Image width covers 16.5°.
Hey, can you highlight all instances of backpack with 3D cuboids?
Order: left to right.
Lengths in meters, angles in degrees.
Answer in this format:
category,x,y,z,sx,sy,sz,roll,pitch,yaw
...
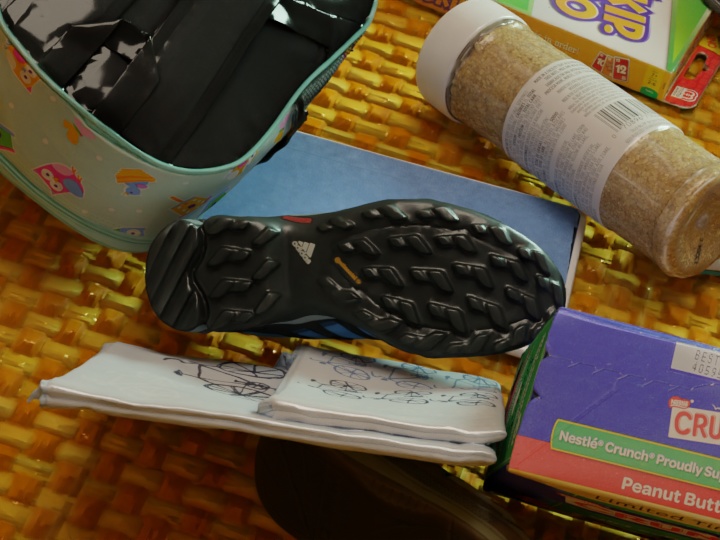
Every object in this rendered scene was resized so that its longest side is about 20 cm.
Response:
category,x,y,z,sx,sy,sz,roll,pitch,yaw
backpack,-0.114,-0.109,1.238,0.176,0.153,0.200,41,41,-9

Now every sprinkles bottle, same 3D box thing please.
category,x,y,z,sx,sy,sz,roll,pitch,yaw
sprinkles bottle,0.117,-0.074,1.339,0.068,0.068,0.200,-21,45,-35

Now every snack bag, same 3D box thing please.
category,x,y,z,sx,sy,sz,roll,pitch,yaw
snack bag,-0.034,0.053,1.109,0.200,0.021,0.189,8,5,3

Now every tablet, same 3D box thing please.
category,x,y,z,sx,sy,sz,roll,pitch,yaw
tablet,0.014,-0.017,1.298,0.200,0.014,0.130,15,39,3

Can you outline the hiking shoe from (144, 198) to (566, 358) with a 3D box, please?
category,x,y,z,sx,sy,sz,roll,pitch,yaw
hiking shoe,0.000,0.000,1.192,0.200,0.075,0.087,6,1,6

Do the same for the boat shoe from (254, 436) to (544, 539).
category,x,y,z,sx,sy,sz,roll,pitch,yaw
boat shoe,0.040,0.122,1.097,0.201,0.073,0.063,31,32,35

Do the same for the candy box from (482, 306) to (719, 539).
category,x,y,z,sx,sy,sz,roll,pitch,yaw
candy box,0.147,0.080,1.081,0.169,0.200,0.077,15,81,2

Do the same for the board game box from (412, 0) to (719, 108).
category,x,y,z,sx,sy,sz,roll,pitch,yaw
board game box,0.123,-0.162,1.495,0.200,0.030,0.096,25,40,10

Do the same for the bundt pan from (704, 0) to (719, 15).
category,x,y,z,sx,sy,sz,roll,pitch,yaw
bundt pan,0.310,-0.185,1.520,0.202,0.076,0.202,15,35,-11

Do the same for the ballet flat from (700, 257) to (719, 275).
category,x,y,z,sx,sy,sz,roll,pitch,yaw
ballet flat,0.257,-0.038,1.355,0.200,0.070,0.069,-1,41,-17
